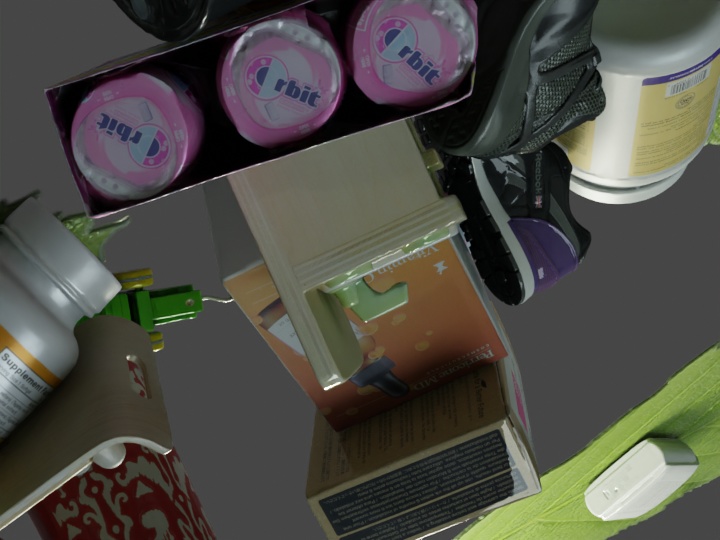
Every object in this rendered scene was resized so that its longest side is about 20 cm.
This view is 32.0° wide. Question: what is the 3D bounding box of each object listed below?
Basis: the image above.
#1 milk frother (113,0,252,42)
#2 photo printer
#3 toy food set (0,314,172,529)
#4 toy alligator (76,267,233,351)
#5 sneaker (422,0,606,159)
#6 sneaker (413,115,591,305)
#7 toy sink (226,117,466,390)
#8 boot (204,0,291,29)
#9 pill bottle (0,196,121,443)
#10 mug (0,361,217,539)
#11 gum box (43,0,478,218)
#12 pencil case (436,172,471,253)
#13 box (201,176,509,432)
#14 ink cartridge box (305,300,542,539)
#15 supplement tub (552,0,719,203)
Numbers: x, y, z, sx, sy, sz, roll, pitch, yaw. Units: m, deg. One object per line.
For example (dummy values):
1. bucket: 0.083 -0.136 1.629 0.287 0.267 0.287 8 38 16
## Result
1. milk frother: -0.008 -0.204 0.514 0.188 0.199 0.182 -31 125 -29
2. photo printer: 0.489 0.357 2.156 0.166 0.070 0.199 -46 151 20
3. toy food set: -0.212 0.128 0.814 0.199 0.144 0.061 -36 122 5
4. toy alligator: -0.163 0.029 0.926 0.199 0.060 0.054 -11 -175 -38
5. sneaker: 0.122 -0.160 0.794 0.114 0.076 0.201 3 115 -51
6. sneaker: 0.106 -0.083 0.930 0.087 0.201 0.076 -27 -166 -20
7. toy sink: -0.005 -0.048 0.740 0.111 0.201 0.130 -24 179 7
8. boot: -0.053 -0.187 0.660 0.155 0.077 0.200 -32 159 8
9. pill bottle: -0.248 0.053 0.781 0.200 0.111 0.111 -46 155 -11
10. mug: -0.209 0.174 0.941 0.177 0.201 0.134 -30 153 -9
11. gum box: -0.039 -0.095 0.615 0.198 0.067 0.114 -17 -167 6
12. pencil case: 0.063 -0.035 1.037 0.090 0.083 0.200 14 127 -40
13. box: 0.000 0.000 0.914 0.151 0.107 0.200 -25 136 8
14. ink cartridge box: 0.048 0.123 0.987 0.164 0.200 0.075 -22 110 11
15. supplement tub: 0.197 -0.153 0.930 0.145 0.146 0.200 -30 153 -9
